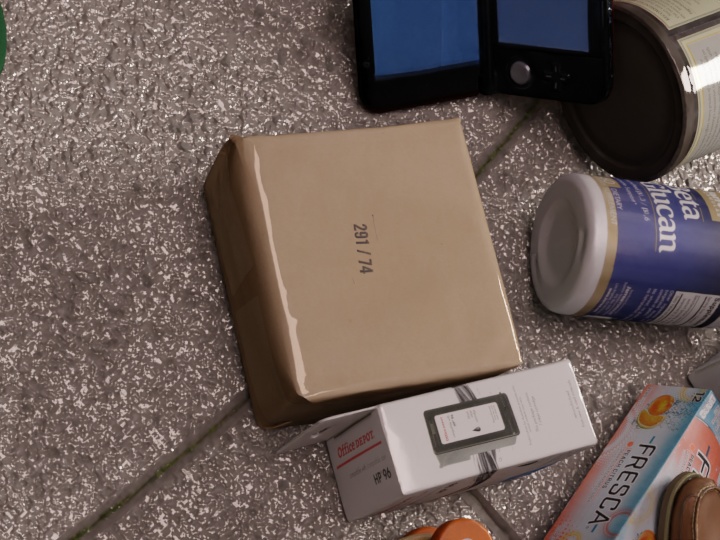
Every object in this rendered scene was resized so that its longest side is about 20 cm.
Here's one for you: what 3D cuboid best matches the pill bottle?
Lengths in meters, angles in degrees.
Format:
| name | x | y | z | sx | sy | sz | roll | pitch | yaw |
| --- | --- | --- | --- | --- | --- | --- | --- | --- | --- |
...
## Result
| name | x | y | z | sx | sy | sz | roll | pitch | yaw |
| --- | --- | --- | --- | --- | --- | --- | --- | --- | --- |
| pill bottle | 0.245 | -0.012 | 1.301 | 0.199 | 0.111 | 0.112 | 6 | 71 | -20 |

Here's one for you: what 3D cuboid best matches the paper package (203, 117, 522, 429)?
| name | x | y | z | sx | sy | sz | roll | pitch | yaw |
| --- | --- | --- | --- | --- | --- | --- | --- | --- | --- |
| paper package | 0.000 | 0.000 | 1.205 | 0.190 | 0.103 | 0.201 | -7 | 75 | -23 |

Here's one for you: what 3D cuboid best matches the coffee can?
| name | x | y | z | sx | sy | sz | roll | pitch | yaw |
| --- | --- | --- | --- | --- | --- | --- | --- | --- | --- |
| coffee can | 0.282 | -0.171 | 1.340 | 0.199 | 0.146 | 0.147 | -22 | 82 | -30 |

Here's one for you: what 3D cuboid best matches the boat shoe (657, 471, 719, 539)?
| name | x | y | z | sx | sy | sz | roll | pitch | yaw |
| --- | --- | --- | --- | --- | --- | --- | --- | --- | --- |
| boat shoe | 0.271 | 0.246 | 1.210 | 0.072 | 0.068 | 0.201 | -22 | 108 | -36 |

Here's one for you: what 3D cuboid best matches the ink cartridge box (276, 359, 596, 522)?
| name | x | y | z | sx | sy | sz | roll | pitch | yaw |
| --- | --- | --- | --- | --- | --- | --- | --- | --- | --- |
| ink cartridge box | 0.052 | 0.128 | 1.177 | 0.199 | 0.116 | 0.068 | -11 | 76 | -23 |

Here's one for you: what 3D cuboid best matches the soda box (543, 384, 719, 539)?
| name | x | y | z | sx | sy | sz | roll | pitch | yaw |
| --- | --- | --- | --- | --- | --- | --- | --- | --- | --- |
| soda box | 0.209 | 0.179 | 1.239 | 0.200 | 0.068 | 0.064 | -51 | 120 | -26 |

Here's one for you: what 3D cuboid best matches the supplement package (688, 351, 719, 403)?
| name | x | y | z | sx | sy | sz | roll | pitch | yaw |
| --- | --- | --- | --- | --- | --- | --- | --- | --- | --- |
| supplement package | 0.380 | 0.127 | 1.305 | 0.117 | 0.117 | 0.200 | -30 | 85 | -26 |

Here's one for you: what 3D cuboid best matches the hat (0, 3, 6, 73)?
| name | x | y | z | sx | sy | sz | roll | pitch | yaw |
| --- | --- | --- | --- | --- | --- | --- | --- | --- | --- |
| hat | -0.382 | -0.168 | 1.158 | 0.200 | 0.175 | 0.166 | 16 | 59 | -57 |

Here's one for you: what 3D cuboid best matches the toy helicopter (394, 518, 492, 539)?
| name | x | y | z | sx | sy | sz | roll | pitch | yaw |
| --- | --- | --- | --- | --- | --- | --- | --- | --- | --- |
| toy helicopter | 0.068 | 0.282 | 1.157 | 0.132 | 0.079 | 0.200 | -37 | 92 | -26 |

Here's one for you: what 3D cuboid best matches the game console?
| name | x | y | z | sx | sy | sz | roll | pitch | yaw |
| --- | --- | --- | --- | --- | --- | --- | --- | --- | --- |
| game console | 0.094 | -0.220 | 1.258 | 0.119 | 0.172 | 0.201 | -29 | 122 | -46 |
